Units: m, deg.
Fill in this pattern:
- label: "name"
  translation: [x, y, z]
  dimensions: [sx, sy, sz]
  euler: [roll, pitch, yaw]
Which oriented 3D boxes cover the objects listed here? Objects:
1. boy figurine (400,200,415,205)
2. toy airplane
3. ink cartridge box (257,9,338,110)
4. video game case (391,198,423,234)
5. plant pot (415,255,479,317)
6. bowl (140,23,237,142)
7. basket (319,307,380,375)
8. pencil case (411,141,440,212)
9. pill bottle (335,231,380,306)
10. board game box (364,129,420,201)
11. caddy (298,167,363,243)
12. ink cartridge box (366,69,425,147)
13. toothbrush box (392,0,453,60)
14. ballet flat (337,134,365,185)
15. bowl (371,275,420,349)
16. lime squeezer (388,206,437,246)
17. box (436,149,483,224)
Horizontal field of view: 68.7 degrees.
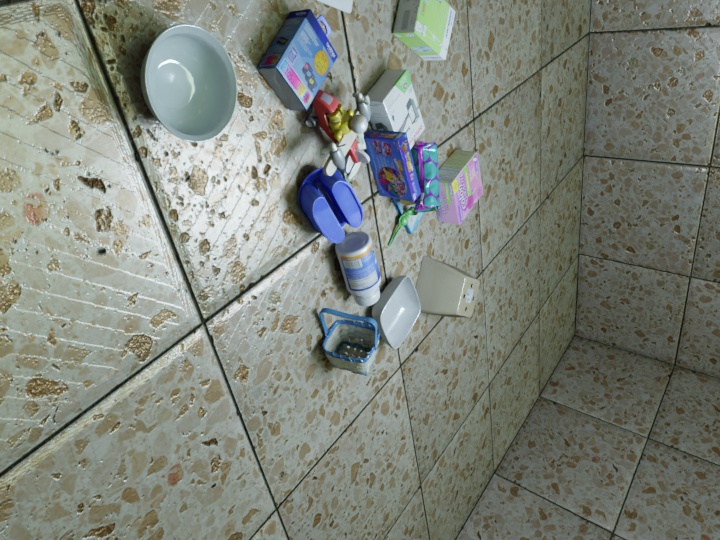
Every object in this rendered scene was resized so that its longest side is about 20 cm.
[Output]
- label: "boy figurine"
  translation: [0.179, -0.304, 1.689]
  dimensions: [0.125, 0.063, 0.205]
  euler: [47, 62, -52]
- label: "toy airplane"
  translation: [-0.031, -0.343, 1.317]
  dimensions: [0.196, 0.138, 0.208]
  euler: [-11, 96, -45]
- label: "ink cartridge box"
  translation: [-0.136, -0.501, 1.229]
  dimensions: [0.137, 0.075, 0.205]
  euler: [45, 64, -49]
- label: "video game case"
  translation: [0.166, -0.242, 1.758]
  dimensions: [0.145, 0.017, 0.202]
  euler: [-58, 140, -23]
- label: "plant pot"
  translation: [0.326, 0.079, 1.945]
  dimensions: [0.197, 0.173, 0.207]
  euler: [14, 92, -53]
- label: "bowl"
  translation: [-0.337, -0.352, 1.000]
  dimensions: [0.198, 0.089, 0.208]
  euler: [-22, 119, -46]
- label: "basket"
  translation: [-0.031, 0.197, 1.529]
  dimensions: [0.204, 0.171, 0.141]
  euler: [83, 26, -46]
- label: "pencil case"
  translation: [0.200, -0.285, 1.614]
  dimensions: [0.092, 0.083, 0.208]
  euler: [-9, 96, -62]
- label: "pill bottle"
  translation: [0.000, 0.000, 1.543]
  dimensions: [0.112, 0.110, 0.205]
  euler: [-44, 134, -34]
- label: "board game box"
  translation: [0.093, -0.306, 1.544]
  dimensions: [0.045, 0.132, 0.204]
  euler: [-46, 135, -30]
- label: "caddy"
  translation: [-0.081, -0.173, 1.391]
  dimensions: [0.140, 0.105, 0.202]
  euler: [-38, 134, -7]
- label: "ink cartridge box"
  translation: [0.102, -0.456, 1.546]
  dimensions: [0.147, 0.082, 0.202]
  euler: [-55, 139, -25]
- label: "toothbrush box"
  translation: [0.192, -0.738, 1.569]
  dimensions: [0.197, 0.084, 0.151]
  euler: [6, 96, -52]
- label: "ballet flat"
  translation: [-0.020, -0.324, 1.445]
  dimensions: [0.073, 0.073, 0.207]
  euler: [17, 89, -53]
- label: "bowl"
  translation: [0.112, 0.135, 1.767]
  dimensions: [0.202, 0.073, 0.203]
  euler: [-54, 138, -28]
- label: "lime squeezer"
  translation: [0.159, -0.161, 1.715]
  dimensions: [0.198, 0.072, 0.037]
  euler: [-37, 156, 19]
- label: "box"
  translation: [0.354, -0.305, 1.918]
  dimensions: [0.201, 0.095, 0.179]
  euler: [-48, 136, -31]
